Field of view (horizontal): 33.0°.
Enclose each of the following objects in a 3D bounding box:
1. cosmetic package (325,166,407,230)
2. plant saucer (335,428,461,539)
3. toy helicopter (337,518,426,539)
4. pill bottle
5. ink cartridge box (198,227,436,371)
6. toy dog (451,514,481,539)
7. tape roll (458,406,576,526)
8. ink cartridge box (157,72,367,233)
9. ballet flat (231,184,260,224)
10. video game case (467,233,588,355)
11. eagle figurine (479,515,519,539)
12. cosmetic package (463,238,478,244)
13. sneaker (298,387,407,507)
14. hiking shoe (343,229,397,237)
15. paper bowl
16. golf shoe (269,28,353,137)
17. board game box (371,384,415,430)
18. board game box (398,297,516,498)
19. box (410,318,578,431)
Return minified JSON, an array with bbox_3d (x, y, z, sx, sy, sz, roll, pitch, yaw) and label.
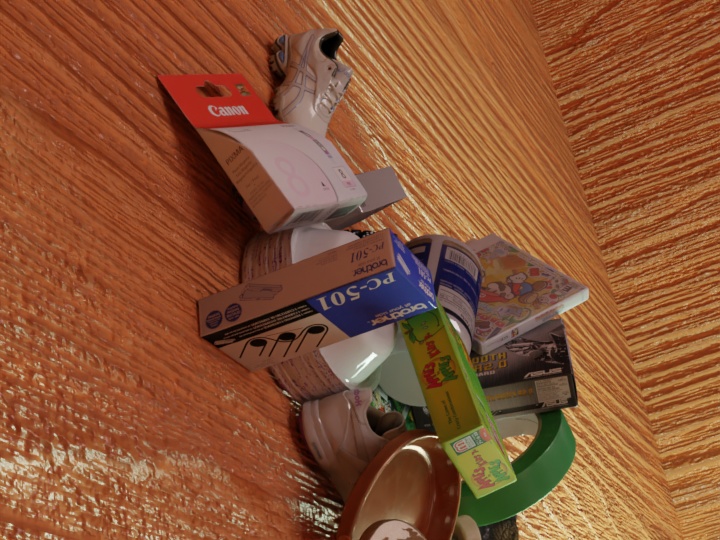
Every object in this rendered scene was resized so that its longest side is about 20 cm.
[{"bbox_3d":[-0.013,-0.084,1.489,0.051,0.082,0.200,62,19,1],"label":"cosmetic package"},{"bbox_3d":[0.035,0.255,1.220,0.200,0.032,0.201,-25,122,-48],"label":"plant saucer"},{"bbox_3d":[0.010,0.326,1.113,0.132,0.079,0.201,30,65,-31],"label":"toy helicopter"},{"bbox_3d":[0.081,0.060,1.470,0.116,0.115,0.201,57,31,-32],"label":"pill bottle"},{"bbox_3d":[-0.040,0.030,1.119,0.094,0.199,0.044,42,33,-53],"label":"ink cartridge box"},{"bbox_3d":[0.098,0.371,1.325,0.096,0.131,0.201,109,-16,-54],"label":"toy dog"},{"bbox_3d":[0.158,0.225,1.464,0.048,0.200,0.201,61,21,-20],"label":"tape roll"},{"bbox_3d":[-0.095,-0.136,1.247,0.201,0.057,0.162,58,28,7],"label":"ink cartridge box"},{"bbox_3d":[-0.092,-0.106,1.340,0.071,0.069,0.200,47,22,-4],"label":"ballet flat"},{"bbox_3d":[0.168,0.026,1.611,0.200,0.181,0.023,35,-38,47],"label":"video game case"},{"bbox_3d":[0.202,0.389,1.581,0.200,0.150,0.153,-140,-114,-68],"label":"eagle figurine"},{"bbox_3d":[0.170,0.037,1.700,0.200,0.101,0.074,49,-20,55],"label":"cosmetic package"},{"bbox_3d":[0.017,0.204,1.252,0.200,0.099,0.075,59,12,-29],"label":"sneaker"},{"bbox_3d":[0.000,0.000,1.492,0.200,0.074,0.087,-40,135,-73],"label":"hiking shoe"},{"bbox_3d":[-0.033,0.038,1.283,0.201,0.104,0.201,53,27,-41],"label":"paper bowl"},{"bbox_3d":[-0.054,-0.220,1.495,0.078,0.097,0.201,43,34,-56],"label":"golf shoe"},{"bbox_3d":[0.030,0.169,1.443,0.105,0.023,0.200,64,20,-13],"label":"board game box"},{"bbox_3d":[0.096,0.125,1.259,0.102,0.047,0.200,58,10,-40],"label":"board game box"},{"bbox_3d":[0.164,0.128,1.511,0.159,0.199,0.049,-78,156,-66],"label":"box"}]
